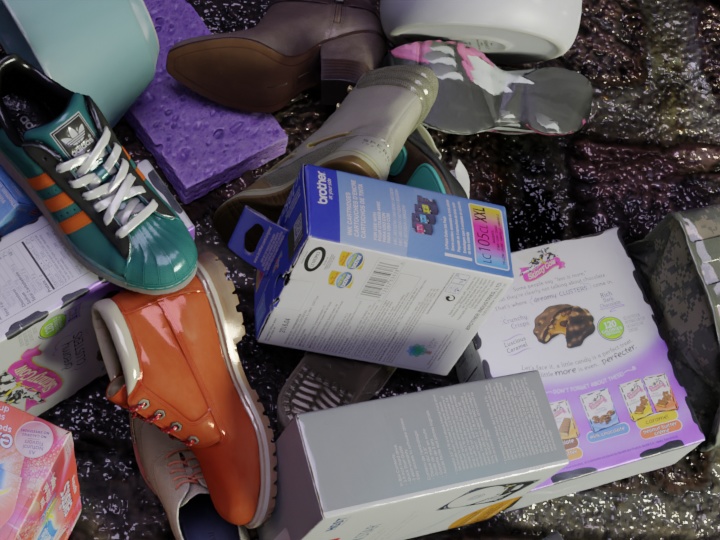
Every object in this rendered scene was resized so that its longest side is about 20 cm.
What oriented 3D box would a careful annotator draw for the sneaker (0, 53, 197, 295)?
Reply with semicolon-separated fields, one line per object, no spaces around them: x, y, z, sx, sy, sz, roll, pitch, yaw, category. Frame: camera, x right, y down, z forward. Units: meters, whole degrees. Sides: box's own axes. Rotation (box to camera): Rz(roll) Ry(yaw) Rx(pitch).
-0.189;-0.066;0.851;0.200;0.080;0.071;41;64;12;sneaker

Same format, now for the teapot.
0.111;-0.273;1.128;0.195;0.199;0.149;7;87;-32;teapot

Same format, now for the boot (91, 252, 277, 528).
-0.127;0.099;0.895;0.106;0.075;0.203;-20;96;-33;boot

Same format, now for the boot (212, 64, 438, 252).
-0.028;-0.092;1.060;0.072;0.199;0.155;47;49;-19;boot

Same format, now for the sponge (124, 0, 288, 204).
-0.166;-0.165;1.137;0.111;0.030;0.201;-30;73;-23;sponge

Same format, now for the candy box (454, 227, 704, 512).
0.171;0.081;1.063;0.165;0.072;0.202;-12;68;-16;candy box

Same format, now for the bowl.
-0.238;-0.204;1.039;0.104;0.201;0.202;-31;74;-14;bowl

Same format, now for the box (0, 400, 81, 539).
-0.261;0.163;0.868;0.101;0.201;0.096;24;62;1;box

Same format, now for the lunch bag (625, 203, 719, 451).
0.335;0.046;1.082;0.162;0.118;0.203;-10;74;-25;lunch bag

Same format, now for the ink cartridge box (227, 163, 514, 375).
0.000;0.000;0.960;0.197;0.137;0.077;10;49;-19;ink cartridge box

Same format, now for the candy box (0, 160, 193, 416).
-0.227;0.030;0.947;0.199;0.168;0.072;-33;73;-22;candy box

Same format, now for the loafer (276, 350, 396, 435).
-0.014;0.077;1.034;0.075;0.069;0.200;38;48;6;loafer

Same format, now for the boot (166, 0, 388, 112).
-0.072;-0.212;1.146;0.197;0.071;0.147;10;42;-9;boot

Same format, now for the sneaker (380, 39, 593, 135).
0.108;-0.156;1.155;0.197;0.086;0.082;12;88;-16;sneaker

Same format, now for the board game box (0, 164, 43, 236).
-0.273;-0.084;0.990;0.037;0.200;0.152;-43;77;7;board game box

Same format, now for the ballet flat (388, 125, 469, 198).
0.057;-0.088;1.120;0.068;0.068;0.201;-11;61;-39;ballet flat

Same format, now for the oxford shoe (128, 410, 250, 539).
-0.126;0.160;0.966;0.070;0.074;0.202;-22;70;-17;oxford shoe

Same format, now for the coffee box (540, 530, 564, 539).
0.155;0.318;0.963;0.122;0.044;0.202;-24;72;-20;coffee box

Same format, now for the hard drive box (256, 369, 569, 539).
0.030;0.151;0.941;0.197;0.156;0.078;-8;67;-22;hard drive box
